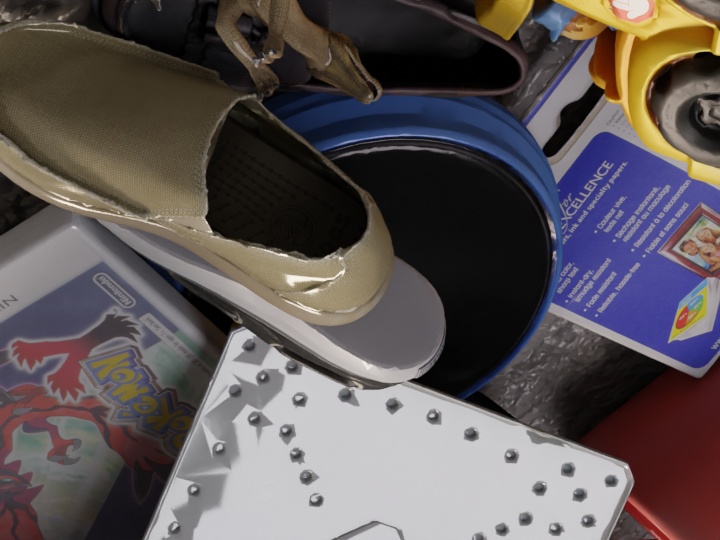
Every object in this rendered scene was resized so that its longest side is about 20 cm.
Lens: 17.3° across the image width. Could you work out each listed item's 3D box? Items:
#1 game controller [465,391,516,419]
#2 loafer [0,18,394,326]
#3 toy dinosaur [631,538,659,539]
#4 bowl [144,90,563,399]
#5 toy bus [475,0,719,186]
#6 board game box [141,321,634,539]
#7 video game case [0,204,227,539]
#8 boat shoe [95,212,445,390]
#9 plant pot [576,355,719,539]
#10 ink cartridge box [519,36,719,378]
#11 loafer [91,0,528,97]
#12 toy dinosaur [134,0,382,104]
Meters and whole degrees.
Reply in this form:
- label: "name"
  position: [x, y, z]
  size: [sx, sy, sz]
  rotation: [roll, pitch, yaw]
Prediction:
- label: "game controller"
  position: [0.027, 0.156, 1.260]
  size: [0.200, 0.104, 0.042]
  rotation: [-54, 166, 20]
- label: "loafer"
  position: [-0.071, -0.050, 0.952]
  size: [0.200, 0.076, 0.068]
  rotation: [26, 156, -4]
- label: "toy dinosaur"
  position: [0.137, 0.201, 1.270]
  size: [0.200, 0.106, 0.060]
  rotation: [6, 163, -18]
- label: "bowl"
  position: [0.000, 0.000, 1.106]
  size: [0.200, 0.039, 0.201]
  rotation: [-9, 132, -10]
- label: "toy bus"
  position: [0.103, -0.147, 0.993]
  size: [0.192, 0.136, 0.200]
  rotation: [9, 138, 8]
- label: "board game box"
  position: [-0.004, 0.143, 1.080]
  size: [0.200, 0.026, 0.200]
  rotation: [21, 100, -14]
- label: "video game case"
  position: [-0.145, 0.069, 1.078]
  size: [0.182, 0.023, 0.200]
  rotation: [-30, 136, 15]
- label: "boat shoe"
  position: [-0.055, -0.011, 1.012]
  size: [0.069, 0.200, 0.057]
  rotation: [-55, -179, -25]
- label: "plant pot"
  position: [0.244, 0.102, 1.287]
  size: [0.177, 0.200, 0.200]
  rotation: [-46, 138, -1]
- label: "ink cartridge box"
  position: [0.154, -0.059, 1.171]
  size: [0.200, 0.047, 0.198]
  rotation: [25, 114, -32]
- label: "loafer"
  position: [-0.014, -0.107, 1.007]
  size: [0.200, 0.063, 0.072]
  rotation: [0, 127, -33]
- label: "toy dinosaur"
  position: [-0.050, -0.141, 0.920]
  size: [0.058, 0.101, 0.200]
  rotation: [-8, 117, 22]
